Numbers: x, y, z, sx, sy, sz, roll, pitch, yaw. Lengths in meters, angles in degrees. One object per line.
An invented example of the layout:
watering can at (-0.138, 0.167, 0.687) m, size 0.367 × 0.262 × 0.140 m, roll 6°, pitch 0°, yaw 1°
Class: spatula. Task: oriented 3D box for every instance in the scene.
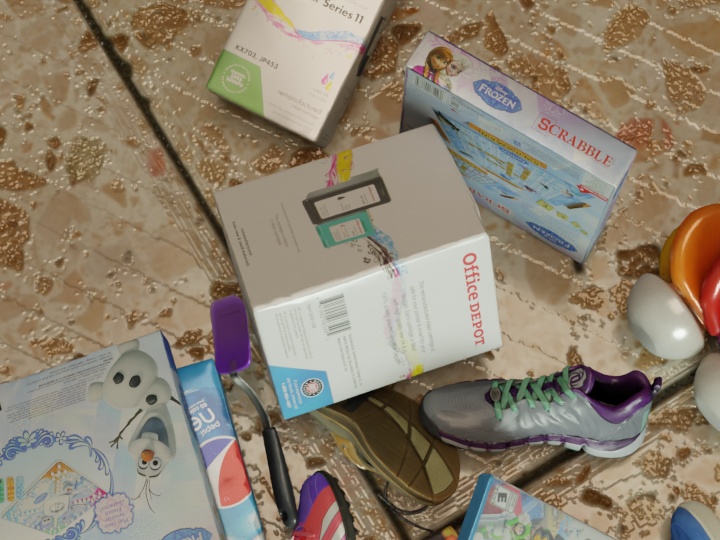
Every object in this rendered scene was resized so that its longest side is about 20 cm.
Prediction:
spatula at (-0.086, 0.119, 1.500) m, size 0.020 × 0.056 × 0.201 m, roll -20°, pitch 91°, yaw -38°

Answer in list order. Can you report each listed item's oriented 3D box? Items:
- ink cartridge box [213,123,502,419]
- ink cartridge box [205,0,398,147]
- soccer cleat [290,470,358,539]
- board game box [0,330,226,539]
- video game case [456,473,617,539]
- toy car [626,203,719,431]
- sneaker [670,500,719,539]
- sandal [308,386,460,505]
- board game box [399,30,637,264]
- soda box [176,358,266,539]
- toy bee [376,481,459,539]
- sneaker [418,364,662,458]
ink cartridge box at (0.000, 0.000, 1.510) m, size 0.199 × 0.147 × 0.146 m, roll -18°, pitch 47°, yaw -6°
ink cartridge box at (-0.042, -0.226, 1.612) m, size 0.117 × 0.067 × 0.201 m, roll 26°, pitch 91°, yaw 7°
soccer cleat at (-0.040, 0.266, 1.492) m, size 0.073 × 0.068 × 0.201 m, roll -1°, pitch 77°, yaw -20°
board game box at (-0.226, 0.175, 1.468) m, size 0.199 × 0.043 × 0.200 m, roll -19°, pitch 69°, yaw 0°
video game case at (0.151, 0.269, 1.464) m, size 0.200 × 0.018 × 0.144 m, roll 30°, pitch 72°, yaw -29°
toy car at (0.338, 0.029, 1.521) m, size 0.175 × 0.150 × 0.200 m, roll -37°, pitch 77°, yaw -10°
sneaker at (0.264, 0.297, 1.482) m, size 0.111 × 0.077 × 0.201 m, roll -12°, pitch 81°, yaw -13°
sandal at (0.005, 0.137, 1.540) m, size 0.200 × 0.054 × 0.080 m, roll 34°, pitch 46°, yaw 25°
board game box at (0.127, -0.100, 1.533) m, size 0.199 × 0.200 × 0.041 m, roll 31°, pitch 74°, yaw 8°
soda box at (-0.125, 0.182, 1.521) m, size 0.064 × 0.068 × 0.201 m, roll -16°, pitch 75°, yaw -4°
toy bee at (0.072, 0.260, 1.479) m, size 0.200 × 0.109 × 0.131 m, roll 40°, pitch 80°, yaw 11°
sneaker at (0.151, 0.104, 1.516) m, size 0.199 × 0.088 × 0.075 m, roll 3°, pitch 47°, yaw -11°
